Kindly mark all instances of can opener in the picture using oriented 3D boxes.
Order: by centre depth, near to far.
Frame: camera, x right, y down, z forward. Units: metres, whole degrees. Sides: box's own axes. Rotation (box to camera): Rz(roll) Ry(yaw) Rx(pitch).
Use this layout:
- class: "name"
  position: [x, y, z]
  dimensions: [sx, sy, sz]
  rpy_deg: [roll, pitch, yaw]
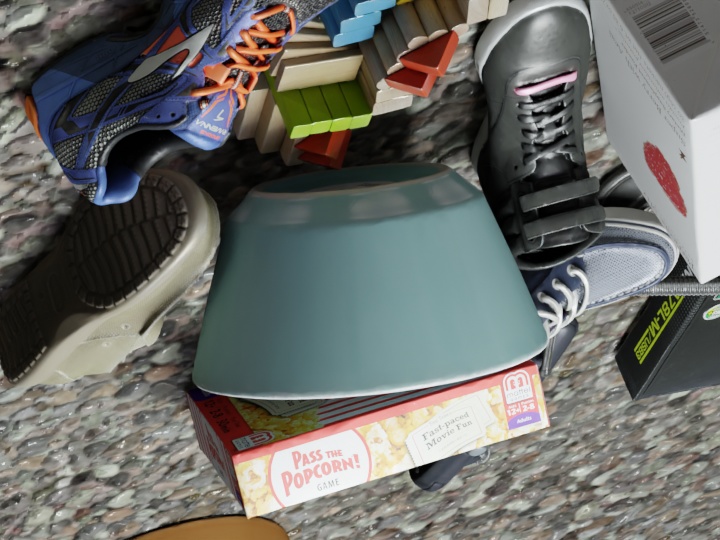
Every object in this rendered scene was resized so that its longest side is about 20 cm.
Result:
- class: "can opener"
  position: [0.087, 0.086, 1.720]
  dimensions: [0.079, 0.063, 0.200]
  rpy_deg: [5, 143, -41]

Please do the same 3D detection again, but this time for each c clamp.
- class: "c clamp"
  position: [0.217, -0.010, 1.627]
  dimensions: [0.200, 0.027, 0.171]
  rpy_deg: [-5, 128, -6]

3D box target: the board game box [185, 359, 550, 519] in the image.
- class: "board game box"
  position: [0.002, 0.088, 1.582]
  dimensions: [0.200, 0.046, 0.151]
  rpy_deg: [-16, -164, -12]

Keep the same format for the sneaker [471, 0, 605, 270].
- class: "sneaker"
  position: [0.109, -0.074, 1.408]
  dimensions: [0.071, 0.099, 0.200]
  rpy_deg: [-14, 151, -11]

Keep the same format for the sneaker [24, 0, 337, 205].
- class: "sneaker"
  position: [-0.076, -0.100, 1.244]
  dimensions: [0.200, 0.078, 0.075]
  rpy_deg: [-35, 151, 24]

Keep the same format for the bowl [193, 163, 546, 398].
- class: "bowl"
  position: [0.000, 0.000, 1.386]
  dimensions: [0.201, 0.105, 0.201]
  rpy_deg: [-6, -170, 1]

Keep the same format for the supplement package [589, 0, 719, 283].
- class: "supplement package"
  position: [0.210, -0.104, 1.392]
  dimensions: [0.120, 0.121, 0.200]
  rpy_deg: [-28, 153, -4]

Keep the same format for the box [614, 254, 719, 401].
- class: "box"
  position: [0.304, 0.013, 1.767]
  dimensions: [0.200, 0.048, 0.193]
  rpy_deg: [-8, 147, -23]

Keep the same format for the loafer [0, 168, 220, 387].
- class: "loafer"
  position: [-0.135, 0.004, 1.404]
  dimensions: [0.068, 0.076, 0.200]
  rpy_deg: [1, 154, -40]

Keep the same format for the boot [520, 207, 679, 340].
- class: "boot"
  position: [0.113, 0.020, 1.553]
  dimensions: [0.200, 0.090, 0.073]
  rpy_deg: [-11, 128, -7]

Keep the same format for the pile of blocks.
- class: "pile of blocks"
  position: [0.005, -0.112, 1.302]
  dimensions: [0.082, 0.062, 0.200]
  rpy_deg: [4, 142, -41]

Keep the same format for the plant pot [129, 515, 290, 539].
- class: "plant pot"
  position: [-0.127, 0.293, 1.854]
  dimensions: [0.200, 0.140, 0.200]
  rpy_deg: [-16, 152, -9]
